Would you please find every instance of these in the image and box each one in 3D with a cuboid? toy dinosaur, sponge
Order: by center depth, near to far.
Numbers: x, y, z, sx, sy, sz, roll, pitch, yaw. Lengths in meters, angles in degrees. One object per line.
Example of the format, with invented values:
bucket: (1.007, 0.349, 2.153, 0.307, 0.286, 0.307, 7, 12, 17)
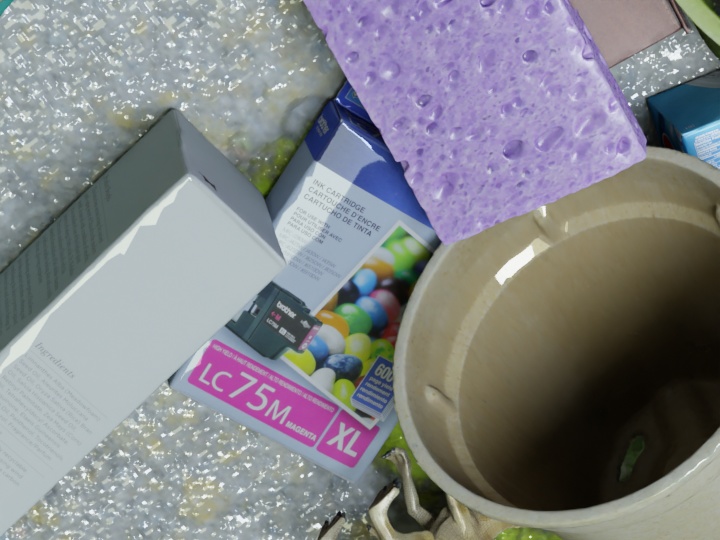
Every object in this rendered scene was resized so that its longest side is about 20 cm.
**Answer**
sponge: (0.042, -0.117, 1.067, 0.111, 0.030, 0.201, -23, 112, 19)
toy dinosaur: (0.031, 0.157, 1.167, 0.101, 0.058, 0.200, 46, 59, -12)

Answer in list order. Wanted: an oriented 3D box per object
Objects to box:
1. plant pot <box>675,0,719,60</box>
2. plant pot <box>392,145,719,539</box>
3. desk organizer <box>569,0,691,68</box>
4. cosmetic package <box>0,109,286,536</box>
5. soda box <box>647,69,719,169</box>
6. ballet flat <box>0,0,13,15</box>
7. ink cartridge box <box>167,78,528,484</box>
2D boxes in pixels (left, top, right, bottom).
plant pot: (0.214, -0.159, 1.027, 0.198, 0.190, 0.202, 0, 83, 3)
plant pot: (0.145, 0.070, 1.131, 0.200, 0.201, 0.184, -37, 138, 6)
desk organizer: (0.076, -0.189, 1.085, 0.077, 0.072, 0.201, -28, 112, 8)
cosmetic package: (-0.135, 0.025, 1.117, 0.200, 0.102, 0.071, -43, 112, 9)
soda box: (0.253, -0.087, 1.156, 0.199, 0.068, 0.065, -21, 112, -1)
ballet flat: (-0.230, -0.102, 1.079, 0.064, 0.076, 0.200, 43, 96, 10)
ink cartridge box: (0.000, 0.000, 1.165, 0.119, 0.042, 0.201, 29, 102, -19)
